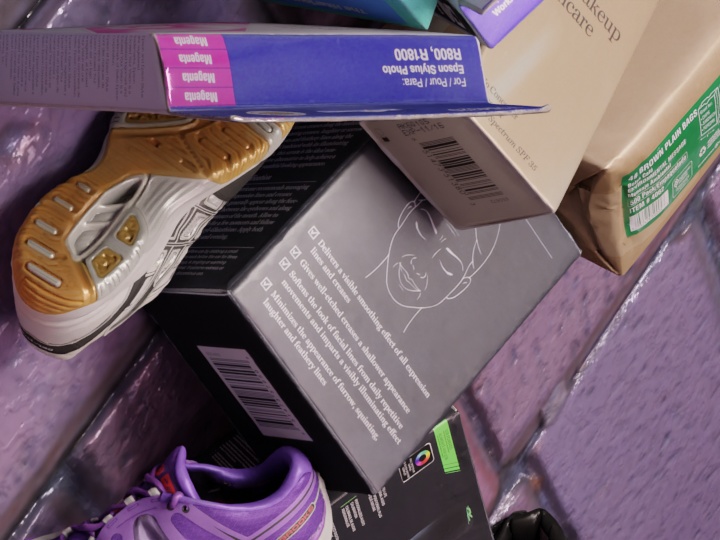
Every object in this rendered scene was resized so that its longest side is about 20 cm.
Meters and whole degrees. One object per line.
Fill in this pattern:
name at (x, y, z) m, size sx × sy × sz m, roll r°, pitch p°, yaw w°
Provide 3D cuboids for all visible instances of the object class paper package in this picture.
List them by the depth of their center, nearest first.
paper package at (0.134, -0.129, 1.477) m, size 0.200 × 0.190 × 0.104 m, roll -48°, pitch 147°, yaw -23°

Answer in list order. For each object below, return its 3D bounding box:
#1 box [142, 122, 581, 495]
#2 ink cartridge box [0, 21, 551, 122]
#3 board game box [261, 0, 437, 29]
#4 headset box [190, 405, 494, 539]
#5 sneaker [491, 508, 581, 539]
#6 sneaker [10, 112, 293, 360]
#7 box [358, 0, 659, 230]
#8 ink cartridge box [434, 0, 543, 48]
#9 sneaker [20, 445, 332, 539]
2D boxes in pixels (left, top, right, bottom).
box at (0.000, 0.000, 1.395) m, size 0.200 × 0.107 × 0.149 m, roll -47°, pitch 115°, yaw -26°
ink cartridge box at (-0.046, -0.095, 1.176) m, size 0.195 × 0.199 × 0.044 m, roll -5°, pitch 97°, yaw -41°
board game box at (-0.063, -0.181, 1.161) m, size 0.200 × 0.151 × 0.045 m, roll 39°, pitch 67°, yaw -59°
headset box at (-0.018, 0.161, 1.498) m, size 0.199 × 0.093 × 0.175 m, roll -35°, pitch 138°, yaw -18°
sneaker at (0.147, 0.225, 1.886) m, size 0.199 × 0.077 × 0.112 m, roll -19°, pitch 138°, yaw -43°
sneaker at (-0.112, -0.035, 1.303) m, size 0.200 × 0.076 × 0.088 m, roll -43°, pitch 163°, yaw -30°
box at (0.090, -0.129, 1.350) m, size 0.095 × 0.077 × 0.201 m, roll 44°, pitch 58°, yaw -28°
ink cartridge box at (0.112, -0.197, 1.248) m, size 0.198 × 0.200 × 0.043 m, roll -44°, pitch 110°, yaw 1°
sneaker at (-0.116, 0.137, 1.353) m, size 0.198 × 0.081 × 0.084 m, roll -15°, pitch 121°, yaw -10°
